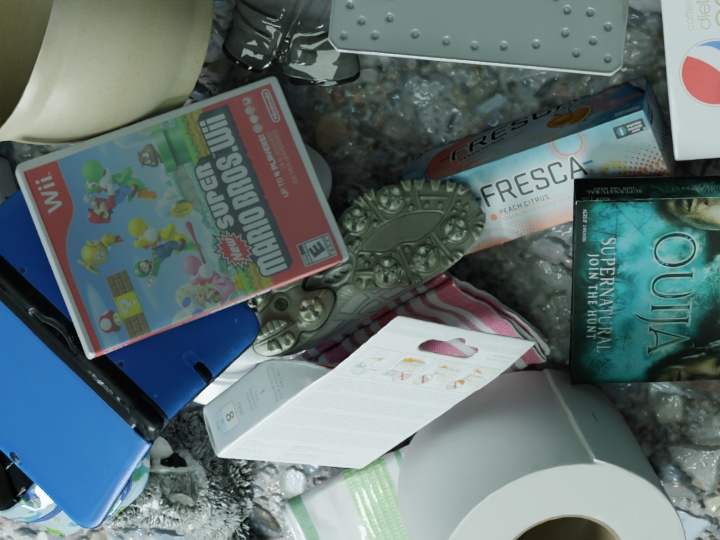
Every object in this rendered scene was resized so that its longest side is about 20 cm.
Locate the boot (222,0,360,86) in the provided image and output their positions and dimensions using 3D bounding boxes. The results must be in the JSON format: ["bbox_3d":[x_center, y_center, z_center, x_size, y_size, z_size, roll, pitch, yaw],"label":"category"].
[{"bbox_3d":[0.000,-0.194,1.432,0.198,0.070,0.133,13,126,13],"label":"boot"}]

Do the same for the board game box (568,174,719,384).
[{"bbox_3d":[0.223,0.010,1.474,0.134,0.028,0.201,-2,137,4],"label":"board game box"}]

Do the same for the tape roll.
[{"bbox_3d":[0.138,0.198,1.540,0.201,0.139,0.205,-5,117,-10],"label":"tape roll"}]

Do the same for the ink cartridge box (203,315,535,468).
[{"bbox_3d":[0.006,0.078,1.456,0.159,0.048,0.200,11,139,-46],"label":"ink cartridge box"}]

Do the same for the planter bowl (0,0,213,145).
[{"bbox_3d":[-0.187,-0.179,1.410,0.134,0.201,0.201,11,125,-28],"label":"planter bowl"}]

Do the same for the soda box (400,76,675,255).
[{"bbox_3d":[0.130,-0.073,1.467,0.198,0.064,0.069,-18,114,18],"label":"soda box"}]

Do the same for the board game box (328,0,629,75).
[{"bbox_3d":[0.087,-0.237,1.343,0.198,0.026,0.202,6,84,7],"label":"board game box"}]

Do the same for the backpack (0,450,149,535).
[{"bbox_3d":[-0.240,0.106,1.558,0.163,0.201,0.153,-37,123,27],"label":"backpack"}]

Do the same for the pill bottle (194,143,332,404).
[{"bbox_3d":[-0.095,0.000,1.522,0.110,0.111,0.201,17,120,1],"label":"pill bottle"}]

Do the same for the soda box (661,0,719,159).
[{"bbox_3d":[0.245,-0.181,1.377,0.067,0.064,0.202,-3,119,12],"label":"soda box"}]

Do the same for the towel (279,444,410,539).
[{"bbox_3d":[0.050,0.214,1.626,0.198,0.031,0.150,-23,114,1],"label":"towel"}]

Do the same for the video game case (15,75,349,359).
[{"bbox_3d":[-0.123,-0.039,1.386,0.198,0.017,0.144,-21,83,-17],"label":"video game case"}]

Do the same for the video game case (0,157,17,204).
[{"bbox_3d":[-0.311,0.042,1.554,0.023,0.183,0.200,14,127,-35],"label":"video game case"}]

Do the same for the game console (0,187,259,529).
[{"bbox_3d":[-0.200,0.049,1.426,0.200,0.171,0.119,42,154,10],"label":"game console"}]

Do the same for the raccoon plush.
[{"bbox_3d":[-0.125,0.209,1.628,0.096,0.134,0.200,-31,110,22],"label":"raccoon plush"}]

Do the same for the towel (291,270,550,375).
[{"bbox_3d":[0.033,0.078,1.546,0.199,0.030,0.146,-32,141,24],"label":"towel"}]

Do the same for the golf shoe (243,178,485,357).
[{"bbox_3d":[0.000,0.000,1.460,0.199,0.097,0.079,-26,75,-1],"label":"golf shoe"}]
